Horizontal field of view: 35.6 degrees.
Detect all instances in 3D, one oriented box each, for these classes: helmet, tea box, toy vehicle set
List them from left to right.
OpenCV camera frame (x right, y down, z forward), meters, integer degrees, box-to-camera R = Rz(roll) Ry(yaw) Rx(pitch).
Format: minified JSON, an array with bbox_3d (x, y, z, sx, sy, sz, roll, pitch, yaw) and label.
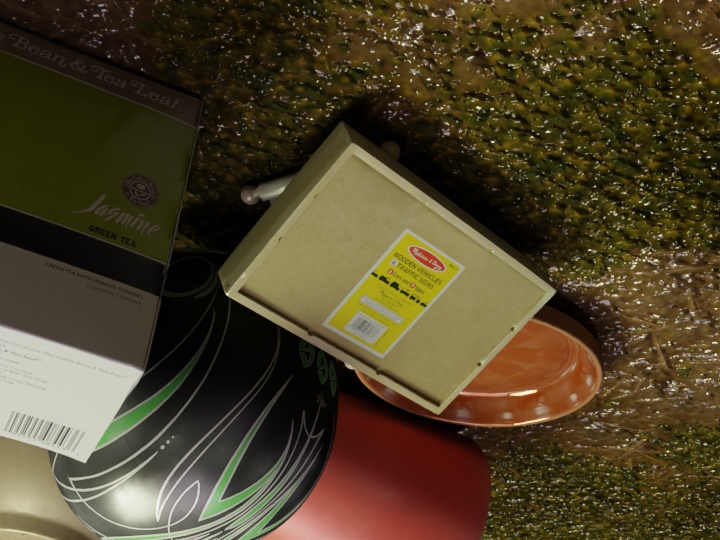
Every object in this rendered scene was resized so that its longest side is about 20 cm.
[{"bbox_3d":[-0.215,-0.026,0.646,0.198,0.199,0.134,20,143,-17],"label":"tea box"},{"bbox_3d":[-0.114,0.102,0.775,0.197,0.193,0.201,11,150,7],"label":"helmet"},{"bbox_3d":[0.022,0.007,0.727,0.199,0.027,0.124,33,108,-34],"label":"toy vehicle set"}]

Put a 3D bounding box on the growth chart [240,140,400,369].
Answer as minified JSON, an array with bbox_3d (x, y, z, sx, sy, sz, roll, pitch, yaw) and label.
[{"bbox_3d":[0.000,0.000,0.782,0.143,0.018,0.201,-8,133,28],"label":"growth chart"}]

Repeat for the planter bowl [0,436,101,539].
[{"bbox_3d":[-0.319,0.220,1.133,0.197,0.136,0.201,6,150,3],"label":"planter bowl"}]

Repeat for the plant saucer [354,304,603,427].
[{"bbox_3d":[0.092,0.069,0.893,0.197,0.033,0.201,6,148,3],"label":"plant saucer"}]

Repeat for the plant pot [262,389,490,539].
[{"bbox_3d":[-0.013,0.200,0.994,0.176,0.202,0.200,31,143,-20],"label":"plant pot"}]
